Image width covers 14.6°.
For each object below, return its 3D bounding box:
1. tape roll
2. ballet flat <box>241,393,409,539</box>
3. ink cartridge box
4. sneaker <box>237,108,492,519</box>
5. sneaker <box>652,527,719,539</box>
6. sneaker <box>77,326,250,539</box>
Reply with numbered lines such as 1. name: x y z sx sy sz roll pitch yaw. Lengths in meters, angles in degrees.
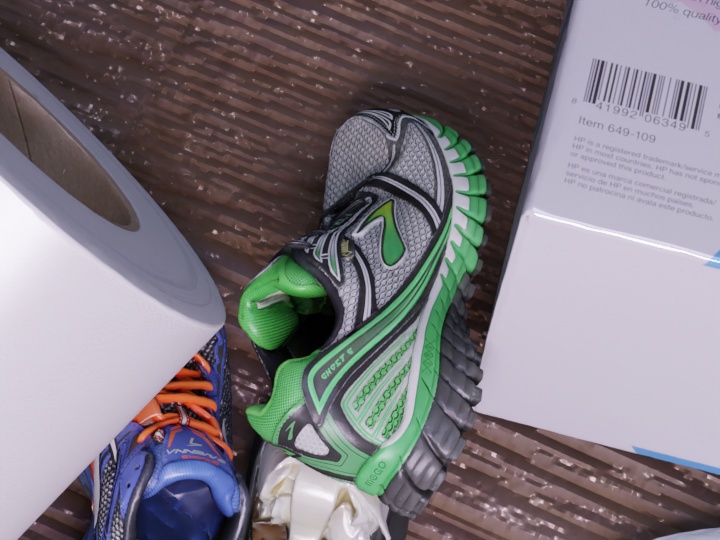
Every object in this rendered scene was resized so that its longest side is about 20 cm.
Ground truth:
1. tape roll: -0.165 -0.003 1.013 0.139 0.203 0.203 -45 76 8
2. ballet flat: -0.018 0.113 1.083 0.068 0.068 0.201 12 67 0
3. ink cartridge box: 0.141 -0.045 1.101 0.146 0.146 0.201 15 57 2
4. sneaker: 0.000 0.000 1.091 0.085 0.078 0.201 24 36 -17
5. sneaker: 0.154 0.117 1.069 0.199 0.116 0.074 -17 72 -9
6. sneaker: -0.072 0.077 1.077 0.075 0.078 0.201 11 61 -26
